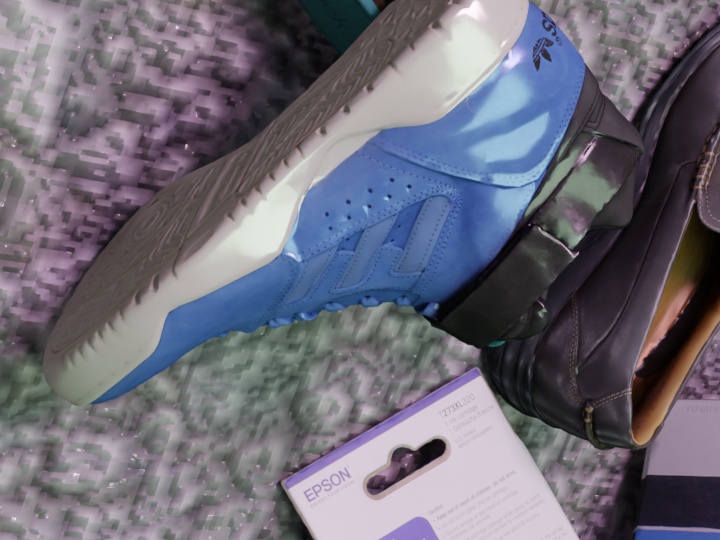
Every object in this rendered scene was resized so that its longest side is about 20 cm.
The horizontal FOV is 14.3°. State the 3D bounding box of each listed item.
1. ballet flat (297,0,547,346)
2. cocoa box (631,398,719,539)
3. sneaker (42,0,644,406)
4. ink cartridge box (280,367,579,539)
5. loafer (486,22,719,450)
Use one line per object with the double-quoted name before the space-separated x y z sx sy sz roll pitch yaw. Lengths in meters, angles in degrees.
"ballet flat" 0.035 -0.061 0.969 0.068 0.068 0.200 -46 135 -23
"cocoa box" 0.213 0.143 1.158 0.200 0.133 0.131 28 68 -45
"sneaker" 0.000 0.000 0.915 0.200 0.077 0.111 -41 112 12
"ink cartridge box" 0.052 0.145 1.062 0.095 0.037 0.200 -29 90 -25
"loafer" 0.134 -0.018 1.069 0.073 0.072 0.200 34 89 -44
